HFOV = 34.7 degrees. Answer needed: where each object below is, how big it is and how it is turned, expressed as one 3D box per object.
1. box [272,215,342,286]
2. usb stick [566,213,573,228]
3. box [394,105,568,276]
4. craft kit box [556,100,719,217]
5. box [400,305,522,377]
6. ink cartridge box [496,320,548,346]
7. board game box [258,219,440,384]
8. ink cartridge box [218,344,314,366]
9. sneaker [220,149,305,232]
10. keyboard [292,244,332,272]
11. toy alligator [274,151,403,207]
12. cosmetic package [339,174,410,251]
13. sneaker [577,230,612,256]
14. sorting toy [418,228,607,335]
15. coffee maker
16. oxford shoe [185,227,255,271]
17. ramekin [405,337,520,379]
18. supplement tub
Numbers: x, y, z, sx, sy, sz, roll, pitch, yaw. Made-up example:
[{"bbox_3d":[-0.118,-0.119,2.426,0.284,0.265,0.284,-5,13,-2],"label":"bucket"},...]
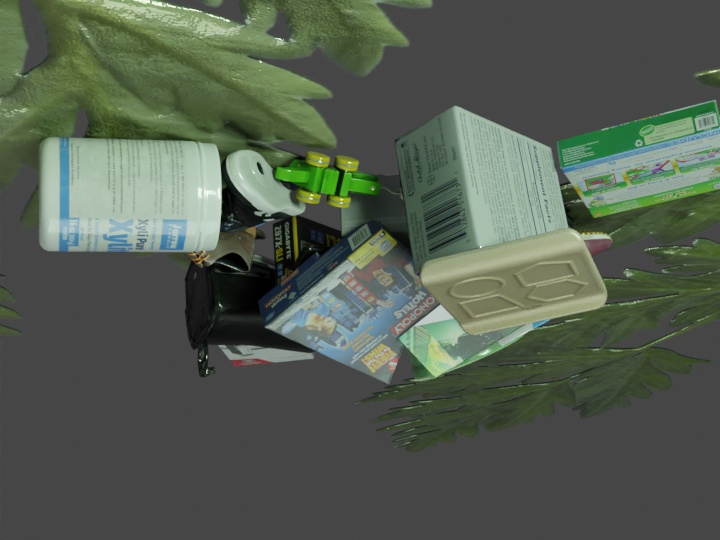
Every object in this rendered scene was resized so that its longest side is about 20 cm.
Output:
[{"bbox_3d":[-0.039,0.022,1.643,0.049,0.160,0.200,-21,154,35],"label":"box"},{"bbox_3d":[0.246,-0.090,1.601,0.055,0.033,0.200,-7,162,25],"label":"usb stick"},{"bbox_3d":[0.152,-0.074,1.393,0.105,0.184,0.200,-26,152,39],"label":"box"},{"bbox_3d":[0.374,-0.138,1.489,0.199,0.049,0.197,-13,156,19],"label":"craft kit box"},{"bbox_3d":[0.140,0.047,1.570,0.200,0.036,0.144,-32,118,20],"label":"box"},{"bbox_3d":[0.194,-0.011,1.621,0.116,0.200,0.068,-30,-169,13],"label":"ink cartridge box"},{"bbox_3d":[0.008,0.050,1.506,0.200,0.062,0.200,-39,125,13],"label":"board game box"},{"bbox_3d":[-0.162,0.090,1.909,0.146,0.083,0.200,-6,161,4],"label":"ink cartridge box"},{"bbox_3d":[-0.149,-0.085,1.401,0.112,0.073,0.200,-19,167,15],"label":"sneaker"},{"bbox_3d":[0.000,0.000,1.562,0.199,0.040,0.104,8,135,-23],"label":"keyboard"},{"bbox_3d":[-0.021,-0.113,1.438,0.199,0.059,0.054,5,-163,-27],"label":"toy alligator"},{"bbox_3d":[0.039,-0.054,1.564,0.106,0.090,0.200,-6,163,10],"label":"cosmetic package"},{"bbox_3d":[0.280,-0.006,1.709,0.199,0.090,0.075,-10,-175,-11],"label":"sneaker"},{"bbox_3d":[0.179,0.011,1.329,0.185,0.037,0.200,-13,154,16],"label":"sorting toy"},{"bbox_3d":[-0.146,0.067,1.687,0.199,0.193,0.135,7,170,-26],"label":"coffee maker"},{"bbox_3d":[-0.215,-0.047,1.531,0.200,0.073,0.071,14,153,-43],"label":"oxford shoe"},{"bbox_3d":[0.162,0.095,1.898,0.200,0.098,0.200,-23,-179,0],"label":"ramekin"},{"bbox_3d":[-0.267,-0.086,1.325,0.199,0.132,0.132,0,159,-14],"label":"supplement tub"}]
